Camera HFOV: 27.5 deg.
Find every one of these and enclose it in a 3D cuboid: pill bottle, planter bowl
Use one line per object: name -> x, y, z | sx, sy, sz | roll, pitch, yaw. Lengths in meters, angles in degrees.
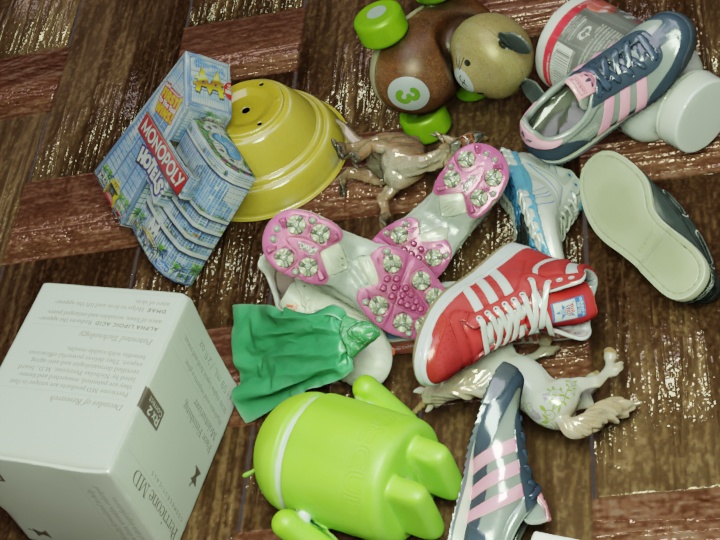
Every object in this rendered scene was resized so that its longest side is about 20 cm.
pill bottle -> 0.287, -0.202, 1.544 | 0.111, 0.111, 0.200 | -38, 49, -15
planter bowl -> -0.119, -0.156, 1.666 | 0.200, 0.084, 0.201 | -10, 48, 11

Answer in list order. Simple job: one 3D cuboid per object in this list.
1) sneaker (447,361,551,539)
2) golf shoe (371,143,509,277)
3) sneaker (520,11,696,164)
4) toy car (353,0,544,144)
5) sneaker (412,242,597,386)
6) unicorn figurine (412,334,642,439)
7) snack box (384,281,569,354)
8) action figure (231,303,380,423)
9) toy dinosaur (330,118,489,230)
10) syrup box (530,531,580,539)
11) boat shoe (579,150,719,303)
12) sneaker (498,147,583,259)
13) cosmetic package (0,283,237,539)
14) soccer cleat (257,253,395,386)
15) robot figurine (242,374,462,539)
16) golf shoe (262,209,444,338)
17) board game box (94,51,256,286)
sneaker -> 0.130, 0.181, 1.267 | 0.082, 0.070, 0.200 | 10, 84, 16
golf shoe -> 0.077, -0.039, 1.477 | 0.200, 0.092, 0.075 | -45, 80, 7
sneaker -> 0.241, -0.181, 1.438 | 0.200, 0.082, 0.070 | -43, 67, 13
toy car -> 0.119, -0.217, 1.556 | 0.158, 0.164, 0.200 | -42, 39, -18
sneaker -> 0.138, 0.045, 1.316 | 0.112, 0.071, 0.200 | 15, 41, 33
unicorn figurine -> 0.145, 0.100, 1.351 | 0.137, 0.074, 0.200 | -36, 34, -32
snack box -> 0.118, 0.041, 1.450 | 0.200, 0.024, 0.072 | -6, 49, 15
action figure -> -0.051, 0.074, 1.391 | 0.055, 0.118, 0.200 | -6, -6, -39
toy dinosaur -> 0.049, -0.120, 1.583 | 0.135, 0.086, 0.200 | -24, 29, -16
syrup box -> 0.153, 0.315, 1.161 | 0.079, 0.081, 0.200 | 7, 54, 23
boat shoe -> 0.286, -0.039, 1.435 | 0.075, 0.066, 0.199 | -52, 47, 15
sneaker -> 0.193, -0.064, 1.477 | 0.086, 0.075, 0.200 | -3, 39, -4
cosmetic package -> -0.241, 0.142, 1.394 | 0.165, 0.165, 0.200 | 4, 53, 22
soccer cleat -> -0.039, 0.048, 1.455 | 0.069, 0.078, 0.200 | -56, 44, 13
robot figurine -> -0.009, 0.174, 1.314 | 0.200, 0.116, 0.176 | 12, 57, 31
golf shoe -> 0.000, 0.000, 1.411 | 0.200, 0.092, 0.075 | 31, 92, -7
board game box -> -0.195, -0.124, 1.605 | 0.200, 0.062, 0.200 | -58, 42, 23
